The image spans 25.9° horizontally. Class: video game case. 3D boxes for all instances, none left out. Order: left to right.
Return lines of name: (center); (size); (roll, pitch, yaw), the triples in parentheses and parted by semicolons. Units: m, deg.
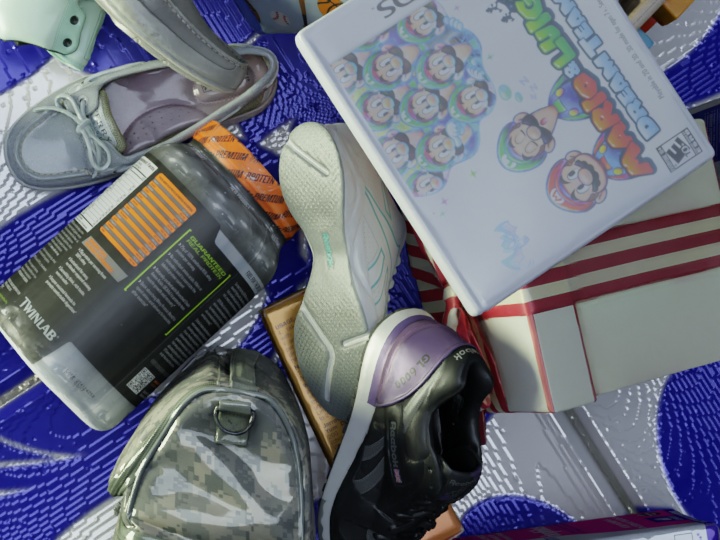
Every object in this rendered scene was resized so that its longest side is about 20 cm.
video game case: (0.088, -0.104, 0.945); (0.181, 0.024, 0.201); (-33, 89, -10)

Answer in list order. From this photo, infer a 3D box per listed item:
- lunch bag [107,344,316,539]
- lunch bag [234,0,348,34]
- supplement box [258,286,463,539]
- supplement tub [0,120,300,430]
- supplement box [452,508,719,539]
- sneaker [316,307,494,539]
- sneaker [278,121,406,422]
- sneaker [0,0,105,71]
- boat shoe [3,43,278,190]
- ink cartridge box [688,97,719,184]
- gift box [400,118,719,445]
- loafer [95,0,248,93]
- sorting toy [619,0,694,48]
lunch bag: (-0.092, 0.142, 1.021); (0.138, 0.200, 0.169); (12, 93, -4)
lunch bag: (0.007, -0.267, 1.049); (0.201, 0.169, 0.124); (-62, 140, -25)
supplement box: (-0.002, 0.105, 1.098); (0.068, 0.067, 0.201); (-28, 92, -7)
supplement tub: (-0.141, 0.000, 1.056); (0.200, 0.123, 0.123); (-42, 93, -7)
supplement box: (0.146, 0.233, 1.093); (0.198, 0.101, 0.104); (-8, 88, -7)
sneaker: (0.031, 0.132, 0.993); (0.075, 0.087, 0.202); (-6, 114, -38)
sneaker: (0.000, 0.000, 1.038); (0.080, 0.070, 0.202); (-13, 103, -50)
sneaker: (-0.168, -0.200, 1.092); (0.199, 0.074, 0.119); (-1, 101, -14)
boat shoe: (-0.152, -0.111, 1.087); (0.200, 0.065, 0.075); (-18, 90, -8)
ink cartridge box: (0.253, -0.067, 1.067); (0.039, 0.200, 0.100); (1, 89, -6)
gift box: (0.128, 0.011, 1.063); (0.185, 0.200, 0.186); (-13, 85, -23)
loafer: (-0.146, -0.196, 1.022); (0.200, 0.070, 0.070); (41, 96, -14)
sorting toy: (0.179, -0.162, 1.067); (0.036, 0.185, 0.200); (39, 86, -4)
